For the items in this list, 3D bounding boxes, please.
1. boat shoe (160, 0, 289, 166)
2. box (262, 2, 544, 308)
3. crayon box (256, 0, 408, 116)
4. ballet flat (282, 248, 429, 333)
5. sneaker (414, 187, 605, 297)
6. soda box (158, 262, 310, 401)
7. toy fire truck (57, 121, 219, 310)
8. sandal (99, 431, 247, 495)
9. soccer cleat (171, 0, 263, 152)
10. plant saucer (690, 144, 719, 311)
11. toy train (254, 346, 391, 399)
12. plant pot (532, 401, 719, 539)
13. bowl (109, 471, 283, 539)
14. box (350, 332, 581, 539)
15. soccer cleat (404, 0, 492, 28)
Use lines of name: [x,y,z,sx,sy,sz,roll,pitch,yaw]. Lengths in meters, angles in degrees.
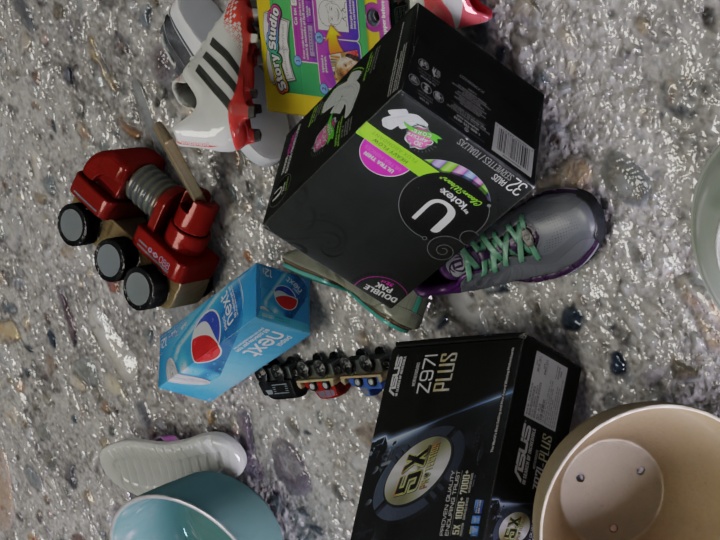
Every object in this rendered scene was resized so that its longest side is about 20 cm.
boat shoe: [-0.139,-0.178,1.720,0.068,0.071,0.201,-46,70,42]
box: [0.037,-0.093,1.484,0.148,0.125,0.200,33,131,-19]
crayon box: [-0.018,-0.239,1.585,0.172,0.058,0.202,13,115,42]
ballet flat: [0.000,0.000,1.662,0.200,0.067,0.064,28,95,49]
sneaker: [0.122,-0.012,1.514,0.199,0.087,0.075,-24,89,47]
soda box: [-0.132,0.067,1.797,0.200,0.067,0.065,-36,47,46]
toy fire truck: [-0.219,-0.080,1.815,0.176,0.128,0.201,41,119,26]
sandal: [-0.204,0.214,1.961,0.201,0.050,0.083,-7,116,33]
soccer cleat: [-0.134,-0.190,1.642,0.069,0.084,0.201,81,-174,-50]
plant saucer: [0.329,-0.017,1.336,0.199,0.050,0.202,18,118,38]
toy train: [-0.034,0.108,1.757,0.199,0.034,0.046,-9,103,47]
plant pot: [0.228,0.199,1.446,0.134,0.199,0.202,-146,41,-79]
bowl: [-0.162,0.298,1.888,0.199,0.105,0.202,15,125,23]
box: [0.092,0.165,1.543,0.163,0.086,0.202,-7,63,46]
soccer cleat: [0.075,-0.302,1.468,0.073,0.068,0.202,4,114,14]
